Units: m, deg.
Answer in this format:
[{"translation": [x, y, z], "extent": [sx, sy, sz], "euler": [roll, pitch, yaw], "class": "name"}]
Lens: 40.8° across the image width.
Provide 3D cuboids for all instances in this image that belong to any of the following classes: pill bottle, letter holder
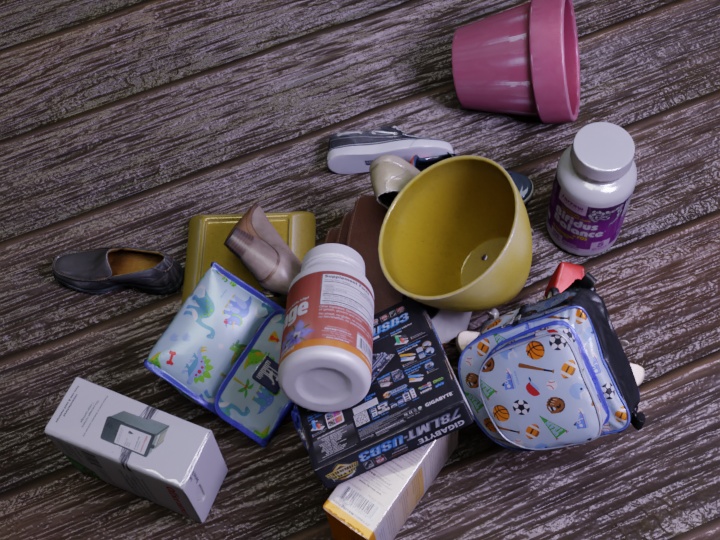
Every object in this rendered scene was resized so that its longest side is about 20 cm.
[{"translation": [-0.039, 0.065, 1.197], "extent": [0.111, 0.113, 0.201], "euler": [-1, 44, 3], "class": "pill bottle"}, {"translation": [0.000, 0.000, 1.388], "extent": [0.141, 0.101, 0.201], "euler": [2, 60, 7], "class": "letter holder"}, {"translation": [0.329, -0.116, 1.373], "extent": [0.111, 0.200, 0.113], "euler": [-2, 59, 3], "class": "pill bottle"}]

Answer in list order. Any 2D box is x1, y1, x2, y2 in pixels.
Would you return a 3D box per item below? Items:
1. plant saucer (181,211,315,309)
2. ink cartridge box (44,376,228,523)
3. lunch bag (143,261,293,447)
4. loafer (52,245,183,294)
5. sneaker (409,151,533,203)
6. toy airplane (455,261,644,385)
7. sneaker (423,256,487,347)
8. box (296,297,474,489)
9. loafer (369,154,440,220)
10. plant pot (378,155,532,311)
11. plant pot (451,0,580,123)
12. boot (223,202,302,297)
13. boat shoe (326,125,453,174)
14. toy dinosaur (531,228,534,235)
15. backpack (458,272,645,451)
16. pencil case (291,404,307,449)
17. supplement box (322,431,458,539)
[{"translation": [-0.168, -0.011, 1.435], "extent": [0.198, 0.049, 0.201], "euler": [-2, 61, 3], "class": "plant saucer"}, {"translation": [-0.282, 0.233, 1.245], "extent": [0.199, 0.146, 0.084], "euler": [19, 61, 13], "class": "ink cartridge box"}, {"translation": [-0.165, 0.115, 1.311], "extent": [0.199, 0.127, 0.171], "euler": [35, 80, -2], "class": "lunch bag"}, {"translation": [-0.365, -0.011, 1.433], "extent": [0.198, 0.072, 0.073], "euler": [0, 61, 4], "class": "loafer"}, {"translation": [0.164, -0.138, 1.465], "extent": [0.198, 0.085, 0.075], "euler": [2, 60, 5], "class": "sneaker"}, {"translation": [0.255, 0.115, 1.299], "extent": [0.198, 0.141, 0.201], "euler": [-35, 97, 0], "class": "toy airplane"}, {"translation": [0.129, 0.051, 1.379], "extent": [0.072, 0.085, 0.200], "euler": [4, 36, 38], "class": "sneaker"}, {"translation": [0.017, 0.146, 1.202], "extent": [0.199, 0.050, 0.199], "euler": [-26, 39, 3], "class": "box"}, {"translation": [0.092, -0.083, 1.345], "extent": [0.199, 0.076, 0.069], "euler": [28, 54, -17], "class": "loafer"}, {"translation": [0.143, -0.025, 1.251], "extent": [0.199, 0.142, 0.201], "euler": [-19, 54, 28], "class": "plant pot"}, {"translation": [0.244, -0.326, 1.520], "extent": [0.178, 0.200, 0.201], "euler": [-3, 58, 20], "class": "plant pot"}, {"translation": [-0.118, -0.017, 1.358], "extent": [0.146, 0.200, 0.070], "euler": [37, 106, -9], "class": "boot"}, {"translation": [0.046, -0.195, 1.518], "extent": [0.198, 0.072, 0.068], "euler": [-4, 61, 10], "class": "boat shoe"}, {"translation": [0.157, -0.071, 1.438], "extent": [0.198, 0.047, 0.089], "euler": [-15, 95, -14], "class": "toy dinosaur"}, {"translation": [0.217, 0.131, 1.163], "extent": [0.190, 0.154, 0.201], "euler": [-20, 91, 35], "class": "backpack"}, {"translation": [-0.004, 0.168, 1.300], "extent": [0.199, 0.078, 0.087], "euler": [-34, 106, -16], "class": "pencil case"}, {"translation": [0.042, 0.256, 1.222], "extent": [0.073, 0.126, 0.200], "euler": [30, 65, 21], "class": "supplement box"}]
